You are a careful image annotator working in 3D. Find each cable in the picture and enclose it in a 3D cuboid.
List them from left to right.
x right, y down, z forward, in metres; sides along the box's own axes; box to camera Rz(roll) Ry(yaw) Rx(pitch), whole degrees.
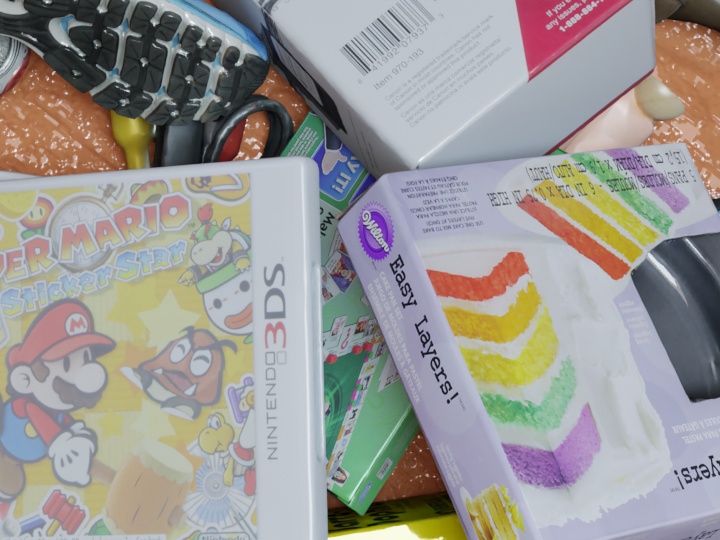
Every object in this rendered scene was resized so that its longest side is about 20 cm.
[{"bbox_3d":[-0.094,-0.023,1.078,0.096,0.050,0.202,7,100,-22],"label":"cable"}]

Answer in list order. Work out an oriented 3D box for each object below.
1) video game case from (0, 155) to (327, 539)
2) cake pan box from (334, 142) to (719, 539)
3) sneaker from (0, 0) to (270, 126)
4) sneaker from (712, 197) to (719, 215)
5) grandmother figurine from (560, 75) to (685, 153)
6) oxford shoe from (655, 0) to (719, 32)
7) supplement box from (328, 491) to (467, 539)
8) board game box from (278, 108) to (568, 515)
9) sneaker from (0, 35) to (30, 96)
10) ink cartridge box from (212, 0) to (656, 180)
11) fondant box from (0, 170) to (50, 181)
[{"bbox_3d":[-0.112,0.046,0.965,0.198,0.023,0.184,-4,83,19],"label":"video game case"},{"bbox_3d":[0.107,0.037,0.944,0.199,0.052,0.186,-6,66,-36],"label":"cake pan box"},{"bbox_3d":[-0.130,-0.145,1.011,0.199,0.078,0.090,26,49,-10],"label":"sneaker"},{"bbox_3d":[0.226,-0.009,1.078,0.198,0.082,0.074,-13,87,-8],"label":"sneaker"},{"bbox_3d":[0.069,-0.031,1.074,0.121,0.061,0.200,37,83,25],"label":"grandmother figurine"},{"bbox_3d":[0.152,-0.153,1.089,0.199,0.073,0.085,38,102,-2],"label":"oxford shoe"},{"bbox_3d":[0.009,0.173,1.036,0.198,0.109,0.111,-8,90,-7],"label":"supplement box"},{"bbox_3d":[0.000,0.000,1.039,0.134,0.029,0.201,31,83,22],"label":"board game box"},{"bbox_3d":[-0.254,-0.145,1.033,0.199,0.082,0.078,30,84,-6],"label":"sneaker"},{"bbox_3d":[0.025,-0.139,1.021,0.145,0.084,0.200,-38,64,-8],"label":"ink cartridge box"},{"bbox_3d":[-0.131,0.032,1.015,0.198,0.058,0.146,8,87,21],"label":"fondant box"}]
